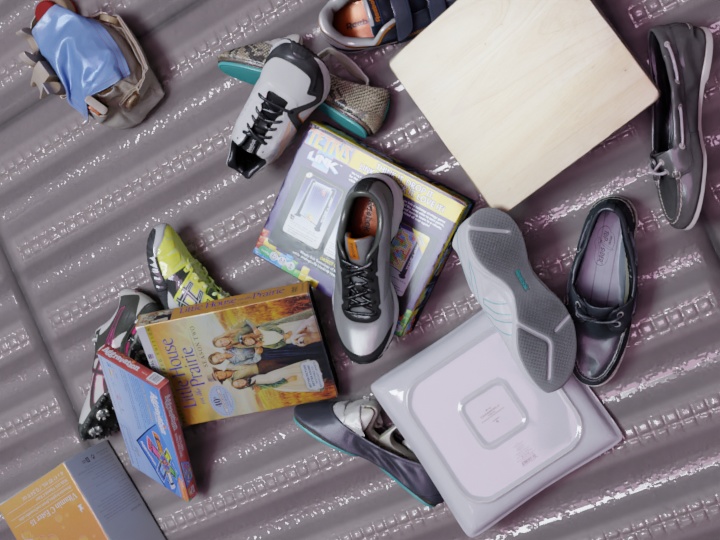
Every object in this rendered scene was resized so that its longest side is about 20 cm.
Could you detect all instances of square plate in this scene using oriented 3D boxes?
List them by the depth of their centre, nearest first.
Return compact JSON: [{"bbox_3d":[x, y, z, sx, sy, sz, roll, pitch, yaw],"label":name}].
[{"bbox_3d":[0.143,0.151,1.081,0.200,0.028,0.199,-34,83,5],"label":"square plate"}]

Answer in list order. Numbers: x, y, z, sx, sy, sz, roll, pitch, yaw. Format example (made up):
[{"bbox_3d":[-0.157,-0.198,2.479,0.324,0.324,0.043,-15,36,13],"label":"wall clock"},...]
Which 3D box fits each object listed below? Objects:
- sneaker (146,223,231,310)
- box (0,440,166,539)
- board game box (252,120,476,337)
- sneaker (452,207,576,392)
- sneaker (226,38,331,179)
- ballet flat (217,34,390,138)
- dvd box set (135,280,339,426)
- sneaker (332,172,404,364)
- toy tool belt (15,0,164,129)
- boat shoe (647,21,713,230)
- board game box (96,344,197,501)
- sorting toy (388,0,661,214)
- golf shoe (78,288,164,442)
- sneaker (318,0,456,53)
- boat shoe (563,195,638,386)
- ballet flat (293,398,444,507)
[{"bbox_3d":[-0.186,0.033,1.192,0.076,0.075,0.201,-22,100,13],"label":"sneaker"},{"bbox_3d":[-0.334,0.337,1.263,0.124,0.097,0.200,-34,85,20],"label":"box"},{"bbox_3d":[0.002,-0.047,1.118,0.199,0.057,0.166,30,104,14],"label":"board game box"},{"bbox_3d":[0.159,0.031,1.046,0.070,0.080,0.201,-25,91,-16],"label":"sneaker"},{"bbox_3d":[-0.090,-0.163,1.069,0.074,0.080,0.200,32,149,-1],"label":"sneaker"},{"bbox_3d":[-0.057,-0.217,1.120,0.199,0.068,0.076,25,83,9],"label":"ballet flat"},{"bbox_3d":[-0.136,0.097,1.144,0.199,0.029,0.147,-11,119,6],"label":"dvd box set"},{"bbox_3d":[0.000,0.000,1.053,0.074,0.079,0.201,5,99,17],"label":"sneaker"},{"bbox_3d":[-0.330,-0.251,1.173,0.200,0.123,0.125,47,109,9],"label":"toy tool belt"},{"bbox_3d":[0.301,-0.141,0.988,0.057,0.067,0.201,3,91,-10],"label":"boat shoe"},{"bbox_3d":[-0.248,0.182,1.189,0.103,0.019,0.201,25,138,29],"label":"board game box"},{"bbox_3d":[0.167,-0.195,1.024,0.200,0.070,0.199,-38,85,26],"label":"sorting toy"},{"bbox_3d":[-0.296,0.118,1.246,0.088,0.077,0.200,41,107,31],"label":"golf shoe"},{"bbox_3d":[0.049,-0.279,1.060,0.199,0.079,0.079,-19,90,19],"label":"sneaker"},{"bbox_3d":[0.245,0.024,1.031,0.074,0.066,0.200,14,98,15],"label":"boat shoe"},{"bbox_3d":[0.022,0.186,1.134,0.199,0.073,0.073,31,106,7],"label":"ballet flat"}]
